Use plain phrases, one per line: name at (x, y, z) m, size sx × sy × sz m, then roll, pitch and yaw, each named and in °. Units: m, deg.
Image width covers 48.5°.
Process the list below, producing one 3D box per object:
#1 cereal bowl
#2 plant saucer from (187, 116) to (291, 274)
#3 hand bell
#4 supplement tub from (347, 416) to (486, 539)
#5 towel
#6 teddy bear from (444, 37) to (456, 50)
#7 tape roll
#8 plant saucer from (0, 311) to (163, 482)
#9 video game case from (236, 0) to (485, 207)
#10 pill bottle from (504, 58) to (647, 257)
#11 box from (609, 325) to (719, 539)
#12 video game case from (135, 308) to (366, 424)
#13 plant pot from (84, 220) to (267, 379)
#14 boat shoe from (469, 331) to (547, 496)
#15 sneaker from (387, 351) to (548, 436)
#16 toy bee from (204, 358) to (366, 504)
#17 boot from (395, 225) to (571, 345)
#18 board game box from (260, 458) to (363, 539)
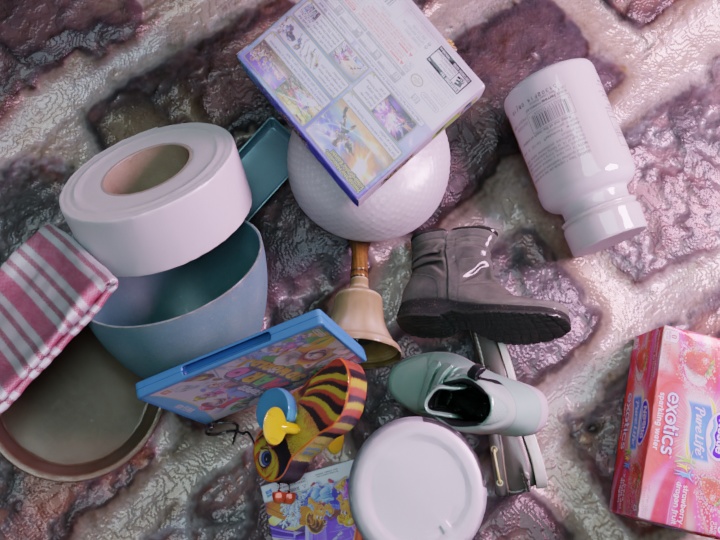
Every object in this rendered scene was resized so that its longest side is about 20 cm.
cereal bowl at (0.010, -0.141, 0.915) m, size 0.195 × 0.084 × 0.204 m, roll 0°, pitch 62°, yaw -1°
plant saucer at (-0.149, -0.090, 0.961) m, size 0.070 × 0.019 × 0.201 m, roll 40°, pitch 82°, yaw 8°
hand bell at (0.000, 0.000, 0.920) m, size 0.101 × 0.105 × 0.204 m, roll 3°, pitch 65°, yaw 1°
supplement tub at (0.048, 0.204, 0.758) m, size 0.119 × 0.200 × 0.126 m, roll 0°, pitch 77°, yaw 0°
towel at (-0.342, 0.050, 0.784) m, size 0.145 × 0.030 × 0.201 m, roll 29°, pitch 71°, yaw 36°
teddy bear at (0.015, -0.262, 0.937) m, size 0.195 × 0.146 × 0.068 m, roll 2°, pitch 114°, yaw 0°
tape roll at (-0.221, -0.083, 0.873) m, size 0.198 × 0.072 × 0.204 m, roll -11°, pitch 36°, yaw 8°
plant saucer at (-0.314, 0.128, 0.880) m, size 0.196 × 0.029 × 0.205 m, roll 6°, pitch 73°, yaw -21°
video game case at (0.000, -0.204, 0.844) m, size 0.181 × 0.045 × 0.201 m, roll -40°, pitch 86°, yaw -5°
pill bottle at (0.250, -0.126, 0.919) m, size 0.112 × 0.114 × 0.204 m, roll -18°, pitch 79°, yaw -4°
box at (0.345, 0.174, 0.865) m, size 0.100 × 0.095 × 0.205 m, roll 13°, pitch 78°, yaw 2°
video game case at (-0.104, 0.102, 0.805) m, size 0.196 × 0.143 × 0.018 m, roll -22°, pitch 65°, yaw 10°
plant pot at (-0.183, 0.051, 0.858) m, size 0.196 × 0.201 × 0.137 m, roll -16°, pitch 122°, yaw -3°
boat shoe at (0.149, 0.144, 0.883) m, size 0.059 × 0.072 × 0.206 m, roll -17°, pitch 73°, yaw 6°
sneaker at (0.082, 0.120, 0.826) m, size 0.198 × 0.117 × 0.076 m, roll 6°, pitch 83°, yaw 43°
toy bee at (-0.067, 0.181, 0.839) m, size 0.129 × 0.200 × 0.111 m, roll 4°, pitch 56°, yaw -37°
boot at (0.136, 0.005, 0.876) m, size 0.196 × 0.068 × 0.133 m, roll 2°, pitch 58°, yaw 24°
board game box at (0.003, 0.274, 0.869) m, size 0.195 × 0.045 × 0.137 m, roll -15°, pitch 78°, yaw -3°
